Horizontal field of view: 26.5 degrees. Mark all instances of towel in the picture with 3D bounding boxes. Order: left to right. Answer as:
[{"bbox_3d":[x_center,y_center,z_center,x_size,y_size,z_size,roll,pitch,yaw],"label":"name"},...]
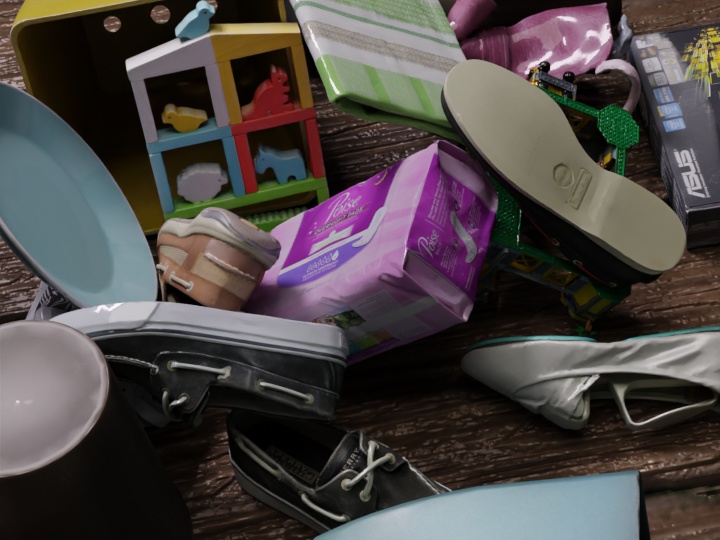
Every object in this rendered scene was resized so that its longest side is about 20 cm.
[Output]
[{"bbox_3d":[0.010,-0.170,1.106,0.148,0.031,0.201,10,43,-32],"label":"towel"}]

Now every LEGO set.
[{"bbox_3d":[0.123,-0.041,1.143,0.152,0.116,0.202,12,61,-21],"label":"LEGO set"}]

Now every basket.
[{"bbox_3d":[-0.188,0.138,0.947,0.135,0.201,0.181,2,50,10],"label":"basket"}]

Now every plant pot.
[{"bbox_3d":[-0.155,-0.165,1.222,0.198,0.201,0.177,-11,36,-2],"label":"plant pot"},{"bbox_3d":[0.069,0.216,0.893,0.198,0.142,0.142,-4,48,14],"label":"plant pot"}]

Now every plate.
[{"bbox_3d":[-0.214,-0.043,1.063,0.025,0.200,0.201,-33,48,15],"label":"plate"}]

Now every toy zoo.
[{"bbox_3d":[-0.097,-0.106,1.146,0.130,0.201,0.021,-12,34,-4],"label":"toy zoo"}]

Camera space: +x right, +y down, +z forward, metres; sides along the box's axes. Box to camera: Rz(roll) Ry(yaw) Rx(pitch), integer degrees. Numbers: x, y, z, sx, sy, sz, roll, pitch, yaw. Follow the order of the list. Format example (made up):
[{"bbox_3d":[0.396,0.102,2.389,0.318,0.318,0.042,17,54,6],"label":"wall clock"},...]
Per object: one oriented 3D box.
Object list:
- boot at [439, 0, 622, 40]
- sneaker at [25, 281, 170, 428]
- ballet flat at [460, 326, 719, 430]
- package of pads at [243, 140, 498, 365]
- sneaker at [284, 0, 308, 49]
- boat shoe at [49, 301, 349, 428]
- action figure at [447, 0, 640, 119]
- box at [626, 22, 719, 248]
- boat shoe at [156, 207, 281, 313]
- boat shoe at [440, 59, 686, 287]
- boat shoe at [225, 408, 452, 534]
[{"bbox_3d":[0.129,-0.252,1.309,0.198,0.097,0.075,11,51,16],"label":"boot"},{"bbox_3d":[-0.184,0.052,1.103,0.114,0.076,0.200,23,17,-14],"label":"sneaker"},{"bbox_3d":[0.169,0.077,1.050,0.198,0.070,0.070,-3,49,3],"label":"ballet flat"},{"bbox_3d":[0.000,0.000,1.063,0.199,0.075,0.121,-25,37,44],"label":"package of pads"},{"bbox_3d":[-0.057,-0.233,1.312,0.200,0.091,0.076,45,51,-3],"label":"sneaker"},{"bbox_3d":[-0.105,0.064,0.985,0.198,0.072,0.072,3,72,-4],"label":"boat shoe"},{"bbox_3d":[0.107,-0.159,1.217,0.198,0.135,0.150,-2,49,-7],"label":"action figure"},{"bbox_3d":[0.308,-0.116,1.202,0.160,0.049,0.201,-10,49,3],"label":"box"},{"bbox_3d":[-0.114,0.007,1.075,0.075,0.200,0.072,26,77,-10],"label":"boat shoe"},{"bbox_3d":[0.129,-0.061,1.046,0.201,0.063,0.074,39,64,-6],"label":"boat shoe"},{"bbox_3d":[-0.006,0.143,1.009,0.199,0.064,0.071,20,54,22],"label":"boat shoe"}]
